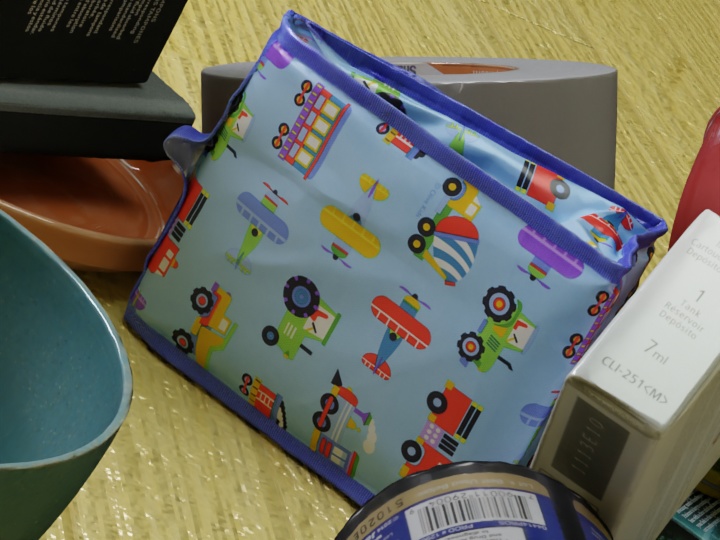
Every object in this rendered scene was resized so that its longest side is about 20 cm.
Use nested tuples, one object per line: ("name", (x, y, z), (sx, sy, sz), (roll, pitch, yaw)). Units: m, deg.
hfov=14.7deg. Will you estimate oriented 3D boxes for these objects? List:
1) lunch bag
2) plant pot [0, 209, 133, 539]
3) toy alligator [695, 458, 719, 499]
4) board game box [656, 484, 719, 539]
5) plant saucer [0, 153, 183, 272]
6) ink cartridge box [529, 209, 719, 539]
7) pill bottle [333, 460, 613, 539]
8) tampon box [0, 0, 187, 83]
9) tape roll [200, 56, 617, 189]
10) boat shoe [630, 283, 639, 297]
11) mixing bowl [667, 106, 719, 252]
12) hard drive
("lunch bag", (0.000, 0.000, 1.158), (0.200, 0.151, 0.094), (32, 20, 8))
("plant pot", (-0.185, 0.050, 0.820), (0.199, 0.135, 0.200), (25, 20, -10))
("toy alligator", (0.159, 0.063, 1.266), (0.199, 0.059, 0.054), (18, 23, -25))
("board game box", (0.165, 0.098, 1.319), (0.135, 0.028, 0.200), (35, 22, 17))
("plant saucer", (-0.159, -0.057, 1.256), (0.200, 0.032, 0.200), (24, 22, -10))
("ink cartridge box", (0.123, 0.042, 1.063), (0.043, 0.200, 0.174), (34, 59, 13))
("pill bottle", (0.049, 0.156, 0.913), (0.111, 0.112, 0.200), (22, 22, -17))
("tampon box", (-0.173, -0.173, 1.190), (0.150, 0.127, 0.200), (41, 23, 27))
("tape roll", (0.023, -0.065, 1.334), (0.199, 0.066, 0.200), (0, 8, 0))
("boat shoe", (0.049, -0.003, 1.351), (0.199, 0.065, 0.073), (12, 26, -37))
("mixing bowl", (0.229, 0.016, 1.418), (0.200, 0.200, 0.108), (35, 65, 16))
("hard drive", (-0.185, -0.099, 1.230), (0.140, 0.033, 0.200), (42, 24, 31))
